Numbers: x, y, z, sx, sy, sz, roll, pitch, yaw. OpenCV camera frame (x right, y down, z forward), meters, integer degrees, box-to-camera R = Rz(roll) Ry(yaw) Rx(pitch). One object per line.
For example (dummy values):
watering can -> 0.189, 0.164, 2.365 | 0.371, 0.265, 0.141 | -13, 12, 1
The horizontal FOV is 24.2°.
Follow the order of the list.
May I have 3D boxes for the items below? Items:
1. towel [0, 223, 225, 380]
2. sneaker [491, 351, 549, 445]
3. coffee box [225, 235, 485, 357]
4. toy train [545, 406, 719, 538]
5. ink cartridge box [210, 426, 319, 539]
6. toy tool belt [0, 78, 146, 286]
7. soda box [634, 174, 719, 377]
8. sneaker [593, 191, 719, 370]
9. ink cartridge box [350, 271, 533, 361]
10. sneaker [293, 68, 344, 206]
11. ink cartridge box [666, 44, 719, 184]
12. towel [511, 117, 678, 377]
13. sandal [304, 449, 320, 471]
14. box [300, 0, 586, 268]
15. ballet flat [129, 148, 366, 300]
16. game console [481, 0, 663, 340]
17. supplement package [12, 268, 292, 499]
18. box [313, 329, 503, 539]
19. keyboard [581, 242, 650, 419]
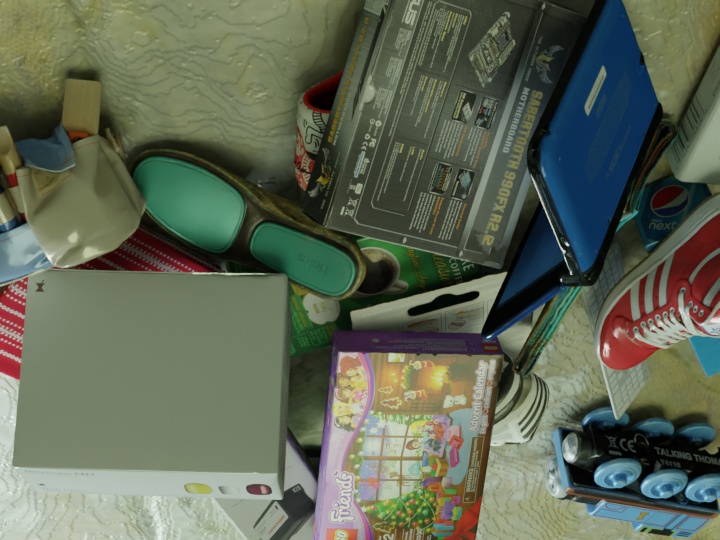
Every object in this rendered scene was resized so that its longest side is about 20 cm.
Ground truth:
towel -> -0.225, 0.032, 1.389 | 0.144, 0.023, 0.200 | 28, 121, -33
sneaker -> 0.084, 0.152, 1.475 | 0.200, 0.076, 0.115 | -36, 143, 22
coffee box -> 0.000, 0.000, 1.393 | 0.198, 0.044, 0.123 | -18, 139, 6
toy train -> 0.271, 0.200, 1.641 | 0.198, 0.087, 0.114 | 11, 138, -24
ink cartridge box -> -0.095, 0.164, 1.457 | 0.083, 0.145, 0.201 | -34, 136, -4
toy tool belt -> -0.265, -0.057, 1.237 | 0.198, 0.125, 0.124 | -19, 104, 2
soda box -> 0.296, 0.003, 1.455 | 0.067, 0.065, 0.200 | -23, 135, 11
sneaker -> 0.263, 0.039, 1.354 | 0.071, 0.113, 0.200 | 15, 130, -26
ink cartridge box -> 0.066, 0.051, 1.428 | 0.159, 0.050, 0.201 | -15, 146, -5
sneaker -> 0.046, -0.109, 1.274 | 0.199, 0.067, 0.109 | -12, 128, -11
ink cartridge box -> 0.369, -0.147, 1.333 | 0.198, 0.044, 0.197 | 3, 133, -19
towel -> 0.190, -0.018, 1.361 | 0.022, 0.147, 0.201 | 31, 130, 5
sandal -> -0.012, 0.226, 1.625 | 0.199, 0.045, 0.075 | 27, 124, -35
box -> 0.060, -0.115, 1.218 | 0.157, 0.048, 0.202 | 11, 103, -29
ballet flat -> -0.086, -0.038, 1.308 | 0.199, 0.071, 0.071 | 26, 130, -1
game console -> 0.138, -0.076, 1.234 | 0.117, 0.201, 0.171 | -4, 130, 31
supplement package -> -0.155, 0.089, 1.293 | 0.198, 0.157, 0.111 | 2, 162, 0
box -> 0.037, 0.146, 1.379 | 0.135, 0.039, 0.202 | 1, 117, -9
keyboard -> 0.230, 0.058, 1.509 | 0.011, 0.056, 0.201 | 19, 149, 32
